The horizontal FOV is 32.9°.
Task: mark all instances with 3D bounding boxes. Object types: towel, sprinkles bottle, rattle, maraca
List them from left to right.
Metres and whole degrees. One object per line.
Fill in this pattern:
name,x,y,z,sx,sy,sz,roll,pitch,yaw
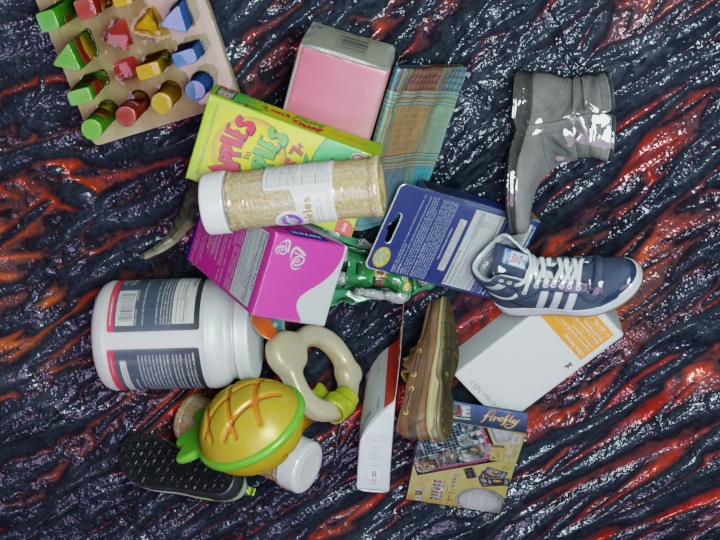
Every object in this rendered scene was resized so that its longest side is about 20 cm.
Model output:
maraca,-0.149,0.192,1.498,0.198,0.137,0.108,-8,123,41
sprinkles bottle,-0.148,0.224,1.590,0.198,0.068,0.069,18,116,27
rattle,-0.102,0.121,1.581,0.199,0.131,0.142,37,154,-27
sprinkles bottle,-0.073,-0.082,1.316,0.197,0.068,0.069,-6,112,8
towel,0.056,-0.146,1.439,0.022,0.146,0.202,30,116,28

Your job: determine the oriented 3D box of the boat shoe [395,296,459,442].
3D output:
boat shoe,0.082,0.120,1.521,0.067,0.202,0.072,-5,144,20

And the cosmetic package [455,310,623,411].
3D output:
cosmetic package,0.225,0.093,1.556,0.200,0.071,0.101,-40,105,19

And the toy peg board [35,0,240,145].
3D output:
toy peg board,-0.270,-0.257,1.434,0.197,0.098,0.202,-15,111,11

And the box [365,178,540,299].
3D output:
box,0.110,-0.039,1.498,0.198,0.032,0.122,14,115,-25

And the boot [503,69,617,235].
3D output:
boot,0.238,-0.137,1.440,0.130,0.070,0.203,5,99,3

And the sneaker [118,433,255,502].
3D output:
sneaker,-0.240,0.282,1.671,0.198,0.083,0.072,15,74,20

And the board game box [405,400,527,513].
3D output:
board game box,0.136,0.246,1.602,0.134,0.035,0.201,9,139,1

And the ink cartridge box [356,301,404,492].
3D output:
ink cartridge box,0.025,0.152,1.546,0.056,0.163,0.202,1,114,3

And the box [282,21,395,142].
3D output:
box,-0.038,-0.172,1.434,0.108,0.128,0.202,16,114,-2

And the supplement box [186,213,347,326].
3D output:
supplement box,-0.114,-0.020,1.435,0.100,0.200,0.105,10,105,-34

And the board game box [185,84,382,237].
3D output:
board game box,-0.086,-0.122,1.364,0.198,0.048,0.103,20,113,-3

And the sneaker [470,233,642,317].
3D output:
sneaker,0.225,0.002,1.439,0.198,0.071,0.108,-9,145,36

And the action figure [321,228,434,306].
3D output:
action figure,0.000,0.000,1.531,0.197,0.055,0.120,8,81,-12

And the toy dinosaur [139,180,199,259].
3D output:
toy dinosaur,-0.195,-0.072,1.536,0.088,0.048,0.201,34,113,-3

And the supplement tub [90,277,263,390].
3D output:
supplement tub,-0.230,0.080,1.548,0.197,0.141,0.142,-2,113,5
